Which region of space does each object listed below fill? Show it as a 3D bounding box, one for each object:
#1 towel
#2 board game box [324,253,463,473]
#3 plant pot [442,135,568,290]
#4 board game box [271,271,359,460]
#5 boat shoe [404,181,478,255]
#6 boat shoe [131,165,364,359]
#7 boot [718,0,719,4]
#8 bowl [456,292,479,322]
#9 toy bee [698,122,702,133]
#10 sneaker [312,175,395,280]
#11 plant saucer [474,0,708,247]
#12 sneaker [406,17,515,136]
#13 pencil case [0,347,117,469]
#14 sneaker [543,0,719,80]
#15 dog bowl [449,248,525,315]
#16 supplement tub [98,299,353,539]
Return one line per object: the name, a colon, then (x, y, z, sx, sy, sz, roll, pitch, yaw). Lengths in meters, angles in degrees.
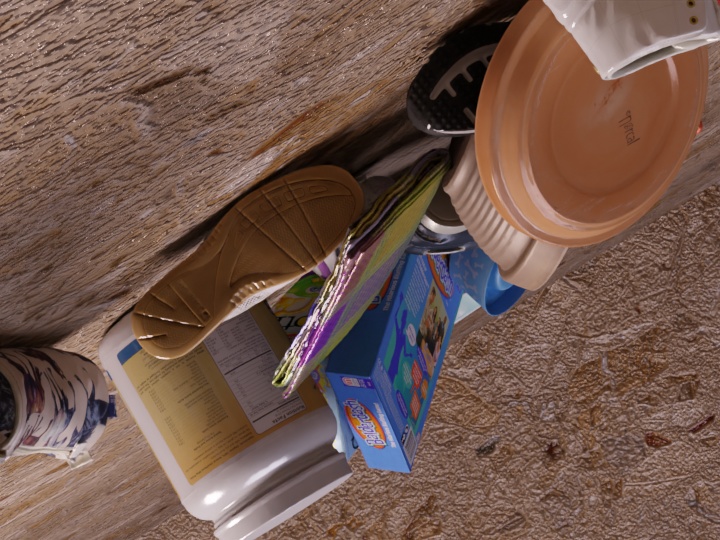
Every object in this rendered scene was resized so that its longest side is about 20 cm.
towel: (0.000, 0.000, 1.429, 0.144, 0.023, 0.201, -47, 170, -40)
board game box: (0.034, 0.049, 1.630, 0.153, 0.045, 0.201, 68, 34, -49)
plant pot: (0.121, -0.094, 1.417, 0.201, 0.092, 0.203, -161, -90, -83)
board game box: (-0.025, 0.075, 1.691, 0.102, 0.106, 0.200, 3, -155, 24)
boat shoe: (0.111, -0.054, 1.551, 0.199, 0.075, 0.062, -22, 161, -39)
boat shoe: (-0.083, -0.013, 1.387, 0.199, 0.071, 0.069, -35, -176, 9)
boot: (0.272, -0.218, 1.495, 0.144, 0.073, 0.199, -36, 163, 31)
bowl: (0.060, 0.004, 1.872, 0.200, 0.106, 0.201, -32, 172, -5)
toy bee: (0.243, -0.154, 1.599, 0.199, 0.109, 0.131, -28, 156, -48)
sneaker: (-0.015, -0.044, 1.495, 0.100, 0.075, 0.200, -49, 173, 0)
plant saucer: (0.165, -0.110, 1.280, 0.199, 0.202, 0.032, -29, -144, -23)
sneaker: (0.116, -0.145, 1.312, 0.199, 0.074, 0.080, -29, 174, -17)
pencil case: (-0.243, 0.100, 1.354, 0.077, 0.090, 0.200, -32, 171, 8)
sneaker: (0.213, -0.203, 1.185, 0.199, 0.116, 0.074, -35, 170, 9)
dog bowl: (0.138, -0.060, 1.671, 0.111, 0.049, 0.202, -10, 123, -60)
supplement tub: (-0.108, 0.111, 1.532, 0.144, 0.201, 0.145, -31, 172, -5)
